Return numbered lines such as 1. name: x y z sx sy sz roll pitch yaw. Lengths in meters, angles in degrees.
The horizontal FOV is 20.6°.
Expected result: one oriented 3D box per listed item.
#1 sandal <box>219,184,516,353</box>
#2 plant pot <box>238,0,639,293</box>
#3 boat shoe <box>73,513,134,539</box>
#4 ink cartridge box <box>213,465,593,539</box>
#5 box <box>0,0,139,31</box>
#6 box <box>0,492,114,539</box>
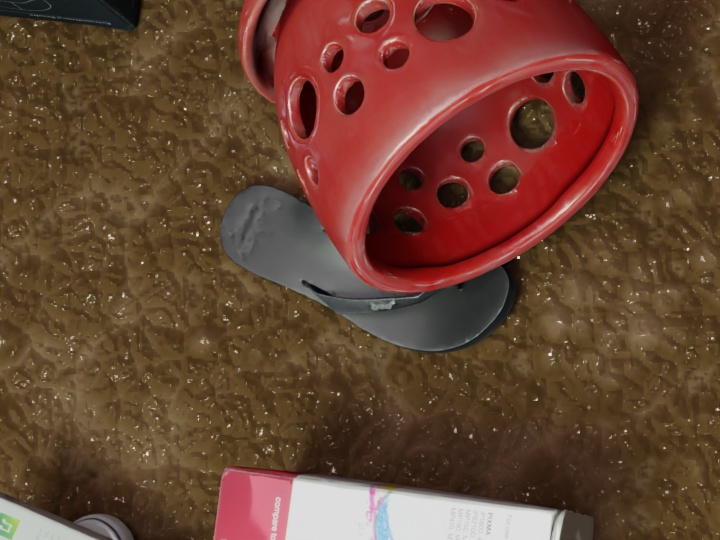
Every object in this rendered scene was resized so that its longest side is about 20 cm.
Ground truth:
1. sandal: -0.001 0.001 1.257 0.199 0.043 0.076 16 86 16
2. plant pot: 0.040 -0.117 1.183 0.200 0.200 0.183 -34 60 7
3. boat shoe: -0.217 0.242 1.264 0.072 0.066 0.200 40 93 17
4. ink cartridge box: 0.027 0.169 1.170 0.199 0.148 0.086 8 84 16
5. box: -0.236 -0.237 1.272 0.148 0.200 0.108 7 82 14
6. box: -0.164 0.240 1.222 0.199 0.036 0.145 25 87 -10
